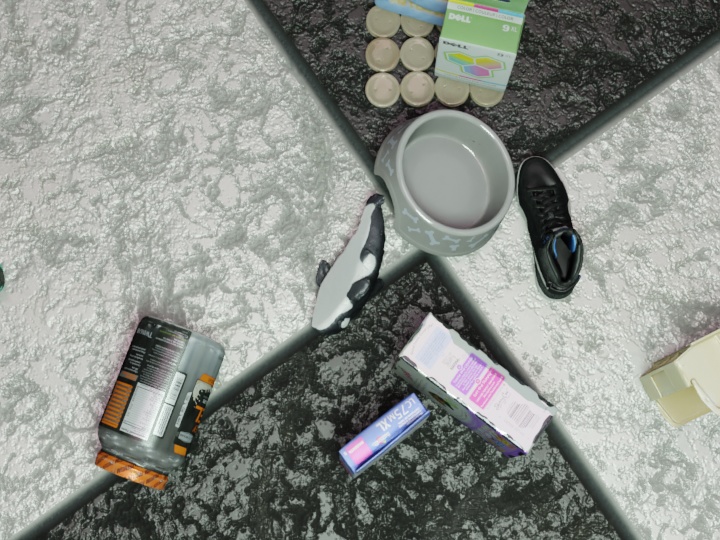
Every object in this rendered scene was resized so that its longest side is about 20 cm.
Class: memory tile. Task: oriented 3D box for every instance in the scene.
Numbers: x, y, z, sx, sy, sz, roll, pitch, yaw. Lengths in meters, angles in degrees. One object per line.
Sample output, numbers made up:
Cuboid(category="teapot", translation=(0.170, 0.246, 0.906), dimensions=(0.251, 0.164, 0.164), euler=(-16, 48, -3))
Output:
Cuboid(category="memory tile", translation=(0.104, -0.304, 1.697), dimensions=(0.197, 0.017, 0.156), euler=(-1, 80, 0))

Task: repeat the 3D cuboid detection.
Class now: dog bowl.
Cuboid(category="dog bowl", translation=(0.119, -0.123, 1.616), dimensions=(0.197, 0.059, 0.203), euler=(6, 73, -19))

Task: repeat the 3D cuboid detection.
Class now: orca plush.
Cuboid(category="orca plush", translation=(0.000, 0.000, 1.634), dimensions=(0.104, 0.071, 0.203), euler=(-6, 63, 43))

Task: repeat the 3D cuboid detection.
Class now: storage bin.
Cuboid(category="storage bin", translation=(0.478, 0.117, 1.537), dimensions=(0.196, 0.200, 0.095), euler=(-26, 80, -5))

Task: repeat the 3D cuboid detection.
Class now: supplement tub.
Cuboid(category="supplement tub", translation=(-0.262, 0.171, 1.555), dimensions=(0.121, 0.123, 0.203), euler=(20, 81, 3))

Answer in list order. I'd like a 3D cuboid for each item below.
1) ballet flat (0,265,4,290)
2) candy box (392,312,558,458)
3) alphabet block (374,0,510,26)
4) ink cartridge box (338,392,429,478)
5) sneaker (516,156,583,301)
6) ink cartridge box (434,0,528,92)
Cuboid(category="ballet flat", translation=(-0.574, 0.004, 1.599), dimensions=(0.197, 0.069, 0.069), euler=(9, 47, 1))
Cuboid(category="candy box", translation=(0.141, 0.151, 1.542), dimensions=(0.199, 0.168, 0.072), euler=(37, 81, 5))
Cuboid(category="alphabet block", translation=(0.134, -0.461, 1.625), dimensions=(0.193, 0.197, 0.203), euler=(18, 75, 2))
Cuboid(category="ink cartridge box", translation=(0.028, 0.209, 1.514), dimensions=(0.119, 0.200, 0.042), euler=(-37, 83, -7))
Cuboid(category="sneaker", translation=(0.261, -0.066, 1.610), dimensions=(0.072, 0.112, 0.203), euler=(-10, 80, -4))
Cuboid(category="ink cartridge box", translation=(0.157, -0.304, 1.588), dimensions=(0.102, 0.200, 0.060), euler=(13, 80, 2))
